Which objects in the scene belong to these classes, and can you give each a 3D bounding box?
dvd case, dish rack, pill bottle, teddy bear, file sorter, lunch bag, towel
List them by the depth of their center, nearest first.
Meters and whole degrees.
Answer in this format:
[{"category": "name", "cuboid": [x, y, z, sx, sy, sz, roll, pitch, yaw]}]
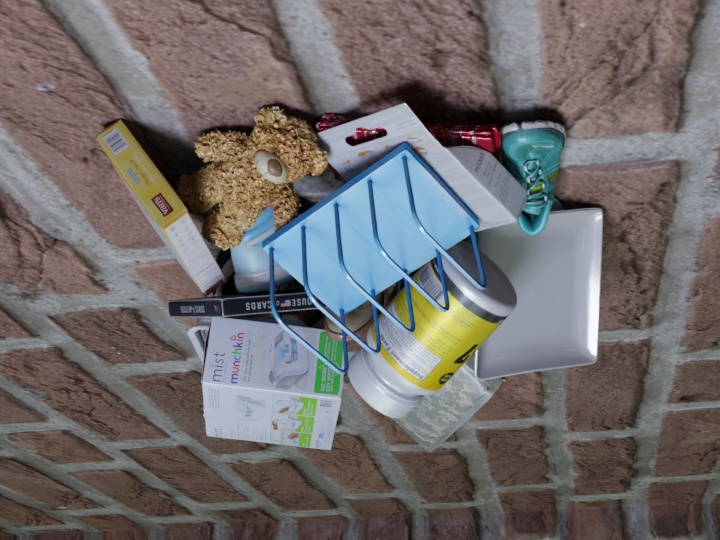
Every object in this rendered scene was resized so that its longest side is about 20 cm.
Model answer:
[{"category": "file sorter", "cuboid": [0.014, -0.003, 1.225, 0.199, 0.123, 0.139, -32, 126, 22]}, {"category": "teddy bear", "cuboid": [-0.127, -0.095, 1.278, 0.198, 0.146, 0.067, -11, -168, 36]}, {"category": "towel", "cuboid": [0.059, -0.129, 1.294, 0.198, 0.023, 0.145, 5, 159, 11]}, {"category": "pill bottle", "cuboid": [0.079, 0.070, 1.350, 0.114, 0.115, 0.200, 19, 122, -39]}, {"category": "dvd case", "cuboid": [-0.133, 0.040, 1.412, 0.149, 0.025, 0.200, -5, 180, -27]}, {"category": "lunch bag", "cuboid": [0.088, 0.123, 1.507, 0.164, 0.118, 0.200, 39, 150, 1]}, {"category": "dish rack", "cuboid": [-0.135, 0.106, 1.571, 0.170, 0.044, 0.201, 5, 154, 7]}]

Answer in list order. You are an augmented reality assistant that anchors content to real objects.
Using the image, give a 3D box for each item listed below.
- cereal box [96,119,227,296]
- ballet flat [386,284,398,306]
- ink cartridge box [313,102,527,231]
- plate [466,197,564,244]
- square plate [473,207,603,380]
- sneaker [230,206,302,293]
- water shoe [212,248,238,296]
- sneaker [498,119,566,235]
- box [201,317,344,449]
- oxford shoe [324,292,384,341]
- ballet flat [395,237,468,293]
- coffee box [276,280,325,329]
[{"category": "cereal box", "cuboid": [-0.222, -0.066, 1.320, 0.039, 0.144, 0.200, -36, 159, -8]}, {"category": "ballet flat", "cuboid": [0.076, 0.007, 1.574, 0.070, 0.066, 0.201, 5, 136, -24]}, {"category": "ink cartridge box", "cuboid": [0.061, -0.113, 1.268, 0.159, 0.048, 0.200, -11, 135, 46]}, {"category": "plate", "cuboid": [0.167, -0.034, 1.477, 0.198, 0.026, 0.201, -9, 143, -6]}, {"category": "square plate", "cuboid": [0.217, 0.025, 1.438, 0.196, 0.203, 0.028, -5, -170, -31]}, {"category": "sneaker", "cuboid": [-0.087, -0.063, 1.414, 0.079, 0.132, 0.199, -7, -165, 39]}, {"category": "water shoe", "cuboid": [-0.165, -0.008, 1.523, 0.071, 0.080, 0.200, -7, 160, -23]}, {"category": "sneaker", "cuboid": [0.196, -0.106, 1.305, 0.077, 0.081, 0.200, -5, 156, 9]}, {"category": "box", "cuboid": [-0.112, 0.151, 1.497, 0.174, 0.098, 0.200, 7, 153, -1]}, {"category": "oxford shoe", "cuboid": [0.000, 0.000, 1.419, 0.070, 0.201, 0.075, 8, 135, 15]}, {"category": "ballet flat", "cuboid": [0.104, -0.046, 1.396, 0.066, 0.057, 0.201, 26, 121, -8]}, {"category": "coffee box", "cuboid": [-0.045, 0.040, 1.600, 0.079, 0.114, 0.200, 10, 156, -24]}]
